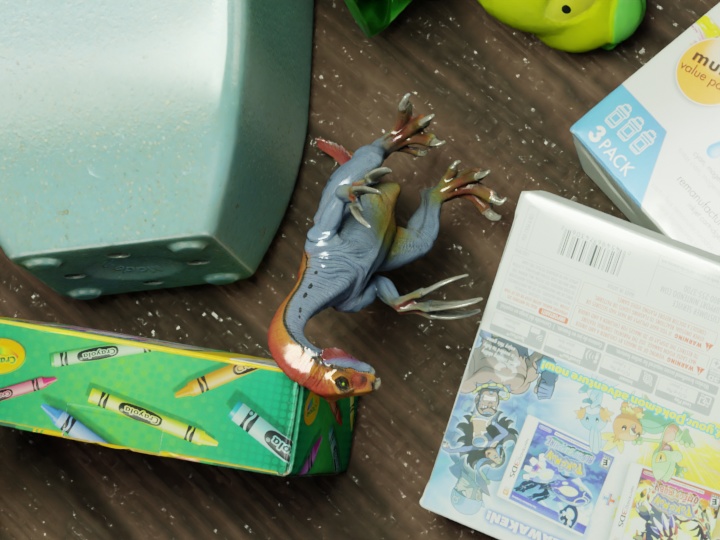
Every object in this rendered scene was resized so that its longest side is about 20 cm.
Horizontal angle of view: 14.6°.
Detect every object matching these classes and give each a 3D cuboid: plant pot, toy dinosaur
[{"bbox_3d":[-0.131,-0.094,1.565,0.195,0.196,0.201,-6,78,10],"label":"plant pot"},{"bbox_3d":[0.000,0.000,1.508,0.105,0.200,0.182,50,62,-12],"label":"toy dinosaur"}]

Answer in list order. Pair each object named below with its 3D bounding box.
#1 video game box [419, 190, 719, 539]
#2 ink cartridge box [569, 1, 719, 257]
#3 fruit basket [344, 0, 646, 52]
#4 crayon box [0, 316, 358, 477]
[{"bbox_3d":[0.152,0.076,1.483,0.199,0.047,0.183,22,98,18],"label":"video game box"},{"bbox_3d":[0.229,-0.092,1.545,0.200,0.068,0.115,-40,69,-3],"label":"ink cartridge box"},{"bbox_3d":[0.075,-0.203,1.557,0.214,0.156,0.217,-1,83,6],"label":"fruit basket"},{"bbox_3d":[-0.112,0.068,1.531,0.199,0.119,0.059,9,89,15],"label":"crayon box"}]
